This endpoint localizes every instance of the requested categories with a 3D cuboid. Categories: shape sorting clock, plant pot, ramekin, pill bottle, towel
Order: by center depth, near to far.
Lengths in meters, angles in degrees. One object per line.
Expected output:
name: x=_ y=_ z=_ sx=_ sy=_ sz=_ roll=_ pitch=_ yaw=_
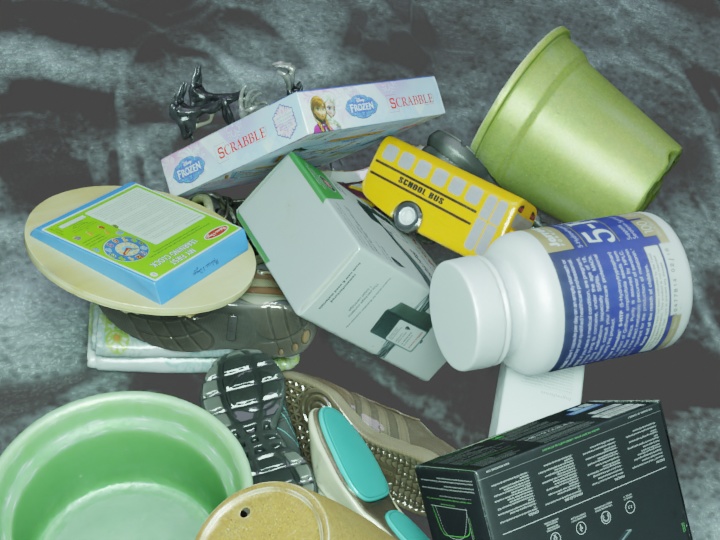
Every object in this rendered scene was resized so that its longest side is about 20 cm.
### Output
plant pot: x=-0.030 y=0.230 z=0.798 sx=0.183 sy=0.201 sz=0.188 roll=-11 pitch=48 yaw=13
ramekin: x=-0.177 y=0.198 z=0.921 sx=0.196 sy=0.099 sz=0.202 roll=2 pitch=43 yaw=-2
pill bottle: x=0.164 y=0.022 z=1.028 sx=0.197 sy=0.121 sz=0.120 roll=-9 pitch=43 yaw=-22
shape sorting clock: x=-0.186 y=-0.018 z=1.047 sx=0.196 sy=0.040 sz=0.201 roll=10 pitch=27 yaw=-5
towel: x=-0.161 y=0.027 z=1.174 sx=0.196 sy=0.049 sz=0.173 roll=1 pitch=44 yaw=-10
plant pot: x=0.239 y=-0.128 z=1.335 sx=0.183 sy=0.202 sz=0.200 roll=37 pitch=46 yaw=13

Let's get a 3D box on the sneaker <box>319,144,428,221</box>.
sneaker: x=0.022 y=-0.069 z=1.302 sx=0.197 sy=0.076 sz=0.091 roll=-16 pitch=48 yaw=-16

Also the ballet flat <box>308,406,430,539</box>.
ballet flat: x=0.004 y=0.201 z=0.979 sx=0.069 sy=0.070 sz=0.201 roll=-21 pitch=58 yaw=-31

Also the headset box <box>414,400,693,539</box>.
headset box: x=0.154 y=0.217 z=0.906 sx=0.172 sy=0.203 sz=0.092 roll=-16 pitch=1 yaw=-26

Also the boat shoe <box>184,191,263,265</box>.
boat shoe: x=-0.145 y=-0.040 z=1.165 sx=0.197 sy=0.066 sz=0.073 roll=-17 pitch=47 yaw=-28

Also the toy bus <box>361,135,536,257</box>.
toy bus: x=0.097 y=-0.051 z=1.173 sx=0.198 sy=0.079 sz=0.065 roll=28 pitch=3 yaw=27

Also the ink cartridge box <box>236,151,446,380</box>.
ink cartridge box: x=0.000 y=0.000 z=1.120 sx=0.199 sy=0.083 sz=0.147 roll=31 pitch=17 yaw=-48

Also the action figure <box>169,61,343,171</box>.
action figure: x=-0.110 y=-0.174 z=1.372 sx=0.197 sy=0.103 sz=0.119 roll=17 pitch=29 yaw=11

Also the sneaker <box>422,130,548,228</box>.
sneaker: x=0.128 y=-0.052 z=1.271 sx=0.200 sy=0.075 sz=0.079 roll=42 pitch=86 yaw=-3

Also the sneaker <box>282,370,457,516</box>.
sneaker: x=0.009 y=0.148 z=1.065 sx=0.198 sy=0.071 sz=0.075 roll=30 pitch=20 yaw=25

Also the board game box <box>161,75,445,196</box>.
board game box: x=-0.054 y=-0.128 z=1.169 sx=0.199 sy=0.198 sz=0.042 roll=-16 pitch=88 yaw=-48

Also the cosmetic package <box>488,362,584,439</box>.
cosmetic package: x=0.152 y=0.123 z=1.079 sx=0.073 sy=0.103 sz=0.201 roll=13 pitch=39 yaw=6

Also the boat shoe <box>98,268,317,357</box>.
boat shoe: x=-0.136 y=0.027 z=1.097 sx=0.197 sy=0.077 sz=0.072 roll=12 pitch=37 yaw=-9

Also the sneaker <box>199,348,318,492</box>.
sneaker: x=-0.085 y=0.151 z=1.020 sx=0.074 sy=0.080 sz=0.201 roll=-13 pitch=44 yaw=-9
